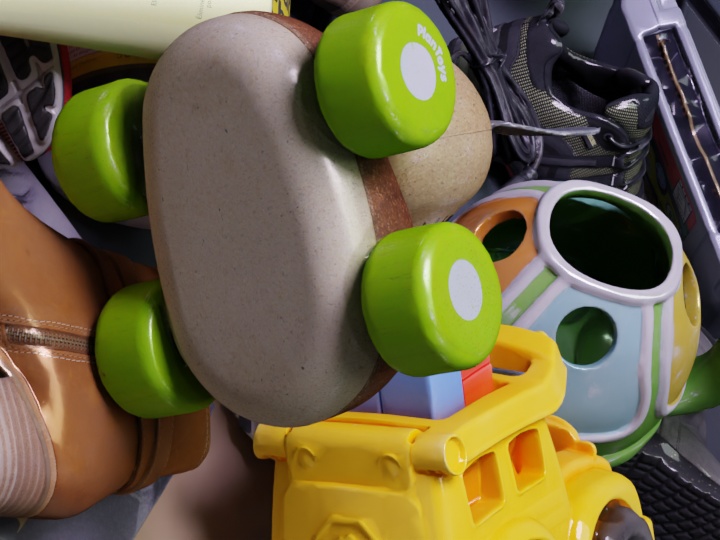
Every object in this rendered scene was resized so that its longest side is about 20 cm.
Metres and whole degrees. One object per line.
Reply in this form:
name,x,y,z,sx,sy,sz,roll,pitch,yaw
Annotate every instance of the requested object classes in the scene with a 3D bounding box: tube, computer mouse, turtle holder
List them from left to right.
tube,-0.130,-0.117,0.920,0.199,0.058,0.052,8,103,-30
computer mouse,0.020,-0.063,1.220,0.200,0.046,0.141,-47,119,-41
turtle holder,0.116,0.033,1.180,0.185,0.132,0.141,36,49,5

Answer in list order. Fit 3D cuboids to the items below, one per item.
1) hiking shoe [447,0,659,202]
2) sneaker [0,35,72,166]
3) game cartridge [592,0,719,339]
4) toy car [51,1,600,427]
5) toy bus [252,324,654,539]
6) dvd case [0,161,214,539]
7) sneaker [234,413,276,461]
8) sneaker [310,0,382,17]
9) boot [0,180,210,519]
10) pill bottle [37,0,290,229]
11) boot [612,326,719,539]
hiking shoe,0.133,-0.062,1.322,0.200,0.100,0.076,47,42,-25
sneaker,-0.162,-0.140,1.005,0.085,0.077,0.201,-3,67,-61
game cartridge,0.187,-0.063,1.380,0.133,0.041,0.201,83,-11,-76
toy car,0.006,-0.030,0.951,0.199,0.163,0.159,-15,93,-54
toy bus,0.040,0.084,1.058,0.200,0.135,0.194,-22,109,-55
dvd case,-0.151,0.030,0.984,0.200,0.016,0.149,52,39,-18
sneaker,0.000,0.000,1.120,0.080,0.077,0.201,36,73,-50
sneaker,-0.010,-0.227,1.255,0.075,0.070,0.201,29,46,-27
boot,-0.129,-0.001,0.947,0.155,0.076,0.202,-3,76,-50
pill bottle,-0.086,-0.129,1.069,0.112,0.112,0.202,28,52,-41
boot,0.185,0.090,1.311,0.200,0.070,0.132,42,42,-14
